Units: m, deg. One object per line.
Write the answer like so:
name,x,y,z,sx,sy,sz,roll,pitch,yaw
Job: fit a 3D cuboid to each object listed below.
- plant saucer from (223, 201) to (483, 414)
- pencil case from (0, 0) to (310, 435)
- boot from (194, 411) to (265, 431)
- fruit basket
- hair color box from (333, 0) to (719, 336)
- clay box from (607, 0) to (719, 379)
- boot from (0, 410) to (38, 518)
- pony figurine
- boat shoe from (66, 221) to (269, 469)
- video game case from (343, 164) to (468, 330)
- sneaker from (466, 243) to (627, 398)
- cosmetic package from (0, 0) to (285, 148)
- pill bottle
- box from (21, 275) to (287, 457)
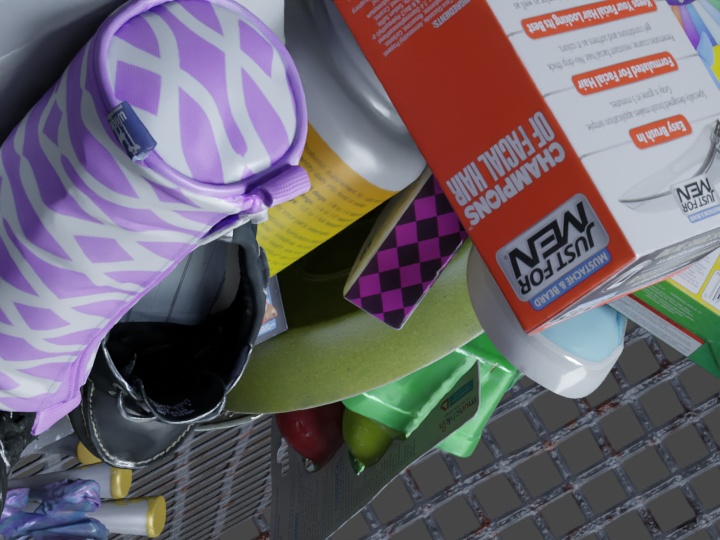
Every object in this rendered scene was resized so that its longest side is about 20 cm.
plant saucer,0.000,0.000,1.180,0.200,0.031,0.200,-21,-157,9
pencil case,-0.089,-0.019,0.839,0.084,0.086,0.200,-41,-179,-38
boot,-0.090,0.042,1.339,0.182,0.073,0.200,-24,-173,-33
fruit basket,0.009,0.056,1.318,0.094,0.185,0.200,19,135,-20
hair color box,0.060,-0.086,0.889,0.064,0.200,0.111,-38,167,38
clay box,0.154,-0.067,0.996,0.200,0.115,0.048,-57,-178,-28
boot,-0.223,0.041,0.926,0.080,0.211,0.158,-61,-169,14
pony figurine,-0.223,0.132,1.299,0.200,0.167,0.193,2,-167,10
boat shoe,-0.075,0.027,0.955,0.074,0.066,0.199,2,138,-24
video game case,0.075,-0.090,1.074,0.200,0.036,0.181,-55,-176,32
sneaker,0.098,-0.031,1.026,0.082,0.074,0.200,-58,-169,36
cosmetic package,-0.123,-0.075,0.851,0.200,0.052,0.151,-28,173,-8
pill bottle,-0.048,-0.055,1.006,0.200,0.109,0.109,-33,170,20
box,-0.154,0.030,1.115,0.200,0.038,0.137,-25,-149,-27
